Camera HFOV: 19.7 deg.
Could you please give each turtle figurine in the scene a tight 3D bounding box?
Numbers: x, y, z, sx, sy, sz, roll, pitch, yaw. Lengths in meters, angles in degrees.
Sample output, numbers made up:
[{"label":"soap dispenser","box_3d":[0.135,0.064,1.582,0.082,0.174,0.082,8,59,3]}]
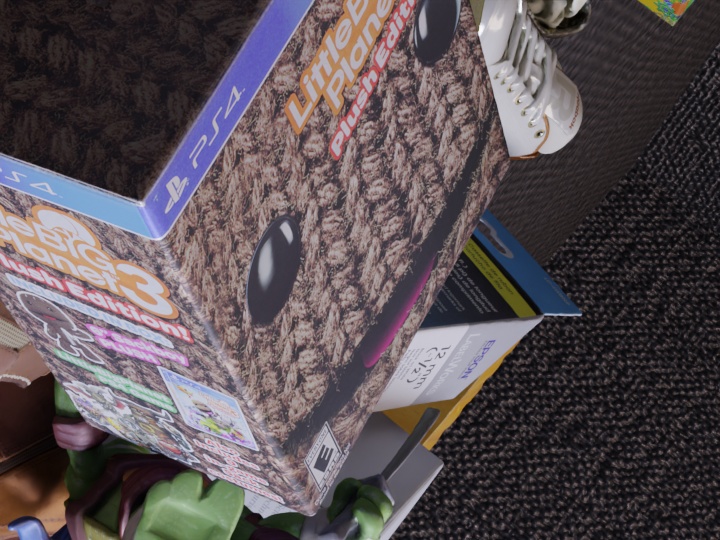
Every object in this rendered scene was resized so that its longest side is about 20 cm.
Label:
[{"label":"turtle figurine","box_3d":[-0.049,0.067,0.822,0.200,0.144,0.194,-26,-161,-11]}]

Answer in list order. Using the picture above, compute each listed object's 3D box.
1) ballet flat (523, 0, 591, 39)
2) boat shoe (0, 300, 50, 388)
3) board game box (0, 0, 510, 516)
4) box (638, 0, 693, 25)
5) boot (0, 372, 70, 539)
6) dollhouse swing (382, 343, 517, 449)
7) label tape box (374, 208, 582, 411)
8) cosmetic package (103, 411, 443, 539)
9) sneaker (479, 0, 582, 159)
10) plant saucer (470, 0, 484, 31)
[{"label":"ballet flat","box_3d":[0.090,-0.183,1.029,0.072,0.072,0.200,-49,154,-17]},{"label":"boat shoe","box_3d":[-0.153,0.007,0.724,0.072,0.076,0.200,-46,162,-8]},{"label":"board game box","box_3d":[-0.041,-0.044,0.664,0.160,0.097,0.200,-60,154,-22]},{"label":"box","box_3d":[0.221,-0.291,1.279,0.200,0.122,0.193,-50,171,-11]},{"label":"boot","box_3d":[-0.169,0.128,0.883,0.200,0.068,0.189,-44,133,-48]},{"label":"dollhouse swing","box_3d":[-0.012,0.056,1.347,0.200,0.176,0.182,-49,172,-21]},{"label":"label tape box","box_3d":[0.000,0.000,1.055,0.200,0.143,0.066,-2,135,-51]},{"label":"cosmetic package","box_3d":[-0.102,0.123,1.044,0.200,0.200,0.123,-54,171,24]},{"label":"sneaker","box_3d":[0.077,-0.106,1.044,0.200,0.084,0.073,92,16,-78]},{"label":"plant saucer","box_3d":[0.020,-0.112,0.908,0.200,0.048,0.200,114,-11,-60]}]
